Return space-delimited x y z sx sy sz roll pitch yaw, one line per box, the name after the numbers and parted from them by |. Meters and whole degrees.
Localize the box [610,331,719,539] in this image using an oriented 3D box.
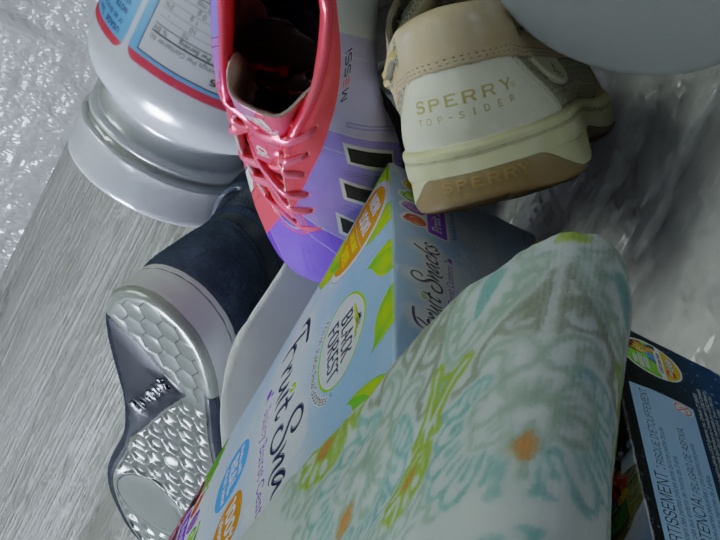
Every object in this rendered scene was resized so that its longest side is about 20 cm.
0.033 0.129 0.551 0.201 0.038 0.137 -60 14 23 | box

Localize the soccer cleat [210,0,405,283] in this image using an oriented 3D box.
-0.023 -0.057 0.750 0.201 0.068 0.073 90 -159 -47 | soccer cleat

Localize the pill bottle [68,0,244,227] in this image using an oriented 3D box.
-0.053 -0.124 0.965 0.201 0.108 0.109 -61 13 24 | pill bottle

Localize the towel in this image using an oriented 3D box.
-0.006 0.103 0.533 0.200 0.048 0.172 -49 19 37 | towel

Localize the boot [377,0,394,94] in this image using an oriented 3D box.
0.044 -0.152 0.780 0.200 0.095 0.074 -42 42 13 | boot

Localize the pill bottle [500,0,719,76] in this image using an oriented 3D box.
0.094 -0.161 0.665 0.114 0.114 0.201 -50 21 49 | pill bottle

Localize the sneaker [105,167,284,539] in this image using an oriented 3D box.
-0.043 0.037 0.961 0.146 0.077 0.203 -50 -21 -36 | sneaker

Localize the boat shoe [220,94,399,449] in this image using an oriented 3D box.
0.000 0.000 0.867 0.066 0.072 0.201 36 -114 -74 | boat shoe

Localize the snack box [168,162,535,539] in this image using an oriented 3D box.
-0.011 0.089 0.736 0.201 0.067 0.169 -58 14 23 | snack box

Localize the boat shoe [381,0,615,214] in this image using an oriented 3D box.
0.040 -0.065 0.716 0.200 0.072 0.065 -58 -48 -78 | boat shoe
